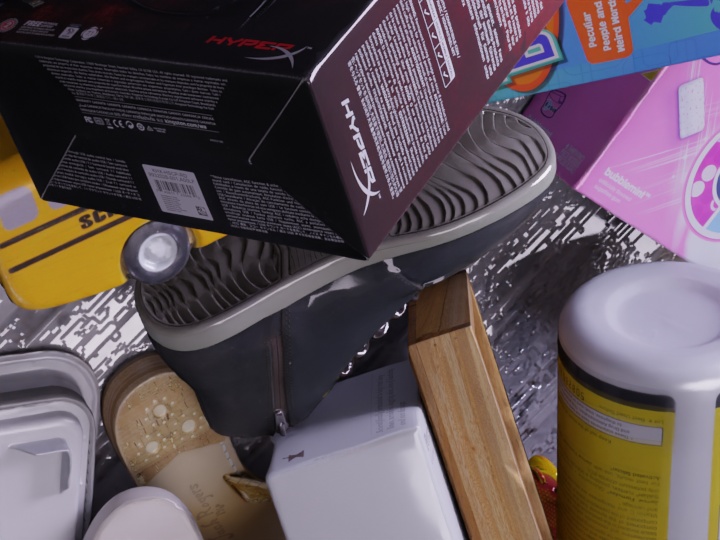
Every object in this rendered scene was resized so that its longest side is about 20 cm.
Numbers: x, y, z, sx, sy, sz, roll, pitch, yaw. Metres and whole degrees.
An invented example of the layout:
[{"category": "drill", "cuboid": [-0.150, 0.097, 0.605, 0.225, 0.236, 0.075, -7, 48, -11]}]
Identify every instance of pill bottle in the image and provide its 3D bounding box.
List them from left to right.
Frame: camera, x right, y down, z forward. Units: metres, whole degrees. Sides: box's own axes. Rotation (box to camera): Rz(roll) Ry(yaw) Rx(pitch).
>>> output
[{"category": "pill bottle", "cuboid": [0.156, 0.106, 0.908, 0.111, 0.112, 0.202, -16, 122, -22]}]

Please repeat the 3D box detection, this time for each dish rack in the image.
[{"category": "dish rack", "cuboid": [-0.200, 0.140, 0.825, 0.170, 0.044, 0.202, -9, 123, -29]}]

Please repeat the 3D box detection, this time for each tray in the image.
[{"category": "tray", "cuboid": [0.068, 0.110, 0.886, 0.037, 0.099, 0.202, -18, 104, 7]}]

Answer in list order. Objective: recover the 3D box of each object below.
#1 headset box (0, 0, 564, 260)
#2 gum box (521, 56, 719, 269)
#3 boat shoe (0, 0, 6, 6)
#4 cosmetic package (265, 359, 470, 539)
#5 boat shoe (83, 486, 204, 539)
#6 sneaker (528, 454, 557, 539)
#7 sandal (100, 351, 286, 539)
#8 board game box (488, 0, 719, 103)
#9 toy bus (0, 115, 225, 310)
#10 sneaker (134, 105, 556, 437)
[{"category": "headset box", "cuboid": [-0.017, -0.105, 0.632, 0.200, 0.147, 0.075, -52, 138, -35]}, {"category": "gum box", "cuboid": [0.187, -0.064, 0.919, 0.199, 0.066, 0.114, 27, 103, -40]}, {"category": "boat shoe", "cuboid": [-0.180, -0.136, 0.652, 0.199, 0.085, 0.069, 25, 119, -21]}, {"category": "cosmetic package", "cuboid": [0.022, 0.159, 0.873, 0.080, 0.113, 0.202, -16, 105, 5]}, {"category": "boat shoe", "cuboid": [-0.112, 0.192, 0.890, 0.074, 0.093, 0.202, -3, 106, -14]}, {"category": "sneaker", "cuboid": [0.073, 0.142, 0.992, 0.198, 0.073, 0.078, 4, 83, -29]}, {"category": "sandal", "cuboid": [-0.062, 0.134, 0.888, 0.077, 0.070, 0.213, -35, 131, -8]}, {"category": "board game box", "cuboid": [0.107, -0.160, 0.769, 0.198, 0.045, 0.153, -11, 126, 7]}, {"category": "toy bus", "cuboid": [-0.067, -0.057, 0.724, 0.199, 0.065, 0.079, -27, 128, -14]}, {"category": "sneaker", "cuboid": [0.000, 0.000, 0.816, 0.198, 0.075, 0.107, -23, 144, -2]}]
